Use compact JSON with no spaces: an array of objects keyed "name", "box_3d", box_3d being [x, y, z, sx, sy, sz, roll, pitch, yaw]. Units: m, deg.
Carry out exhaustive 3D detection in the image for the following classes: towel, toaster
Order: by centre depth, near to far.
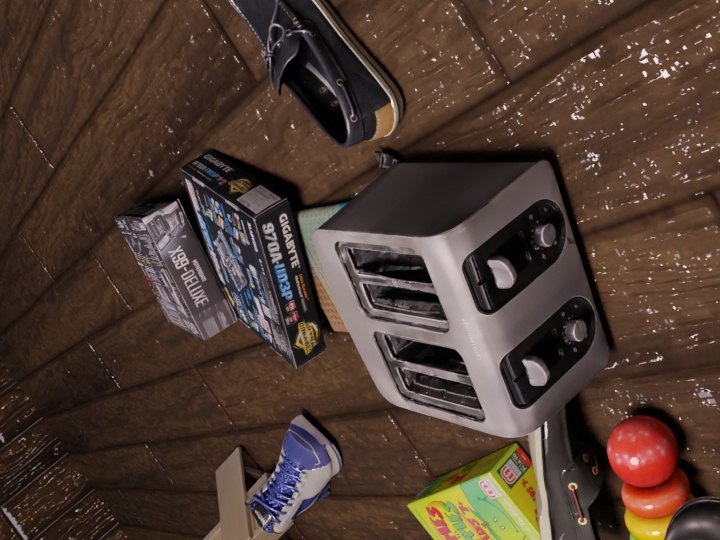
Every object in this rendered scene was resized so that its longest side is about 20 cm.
[{"name":"toaster","box_3d":[0.072,0.011,0.719,0.198,0.118,0.183,8,128,50]},{"name":"towel","box_3d":[0.000,0.000,0.903,0.199,0.022,0.148,-1,120,56]}]

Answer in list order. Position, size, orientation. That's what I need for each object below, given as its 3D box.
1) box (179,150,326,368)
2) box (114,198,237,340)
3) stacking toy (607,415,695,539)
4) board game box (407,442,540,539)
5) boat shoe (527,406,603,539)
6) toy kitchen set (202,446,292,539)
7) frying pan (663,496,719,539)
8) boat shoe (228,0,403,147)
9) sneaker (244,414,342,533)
[{"name":"box","box_3d":[-0.115,-0.011,0.999,0.158,0.046,0.203,33,145,45]},{"name":"box","box_3d":[-0.231,-0.005,1.133,0.160,0.049,0.199,65,160,-13]},{"name":"stacking toy","box_3d":[0.244,0.208,0.732,0.085,0.085,0.203,0,119,53]},{"name":"board game box","box_3d":[0.133,0.253,0.957,0.102,0.047,0.200,50,150,4]},{"name":"boat shoe","box_3d":[0.178,0.172,0.802,0.062,0.074,0.205,-8,111,10]},{"name":"toy kitchen set","box_3d":[-0.138,0.394,1.472,0.200,0.179,0.165,-48,38,28]},{"name":"frying pan","box_3d":[0.249,0.224,0.554,0.190,0.030,0.116,51,140,42]},{"name":"boat shoe","box_3d":[-0.050,-0.178,0.745,0.200,0.062,0.075,48,151,10]},{"name":"sneaker","box_3d":[-0.093,0.292,1.239,0.080,0.115,0.201,38,147,20]}]
